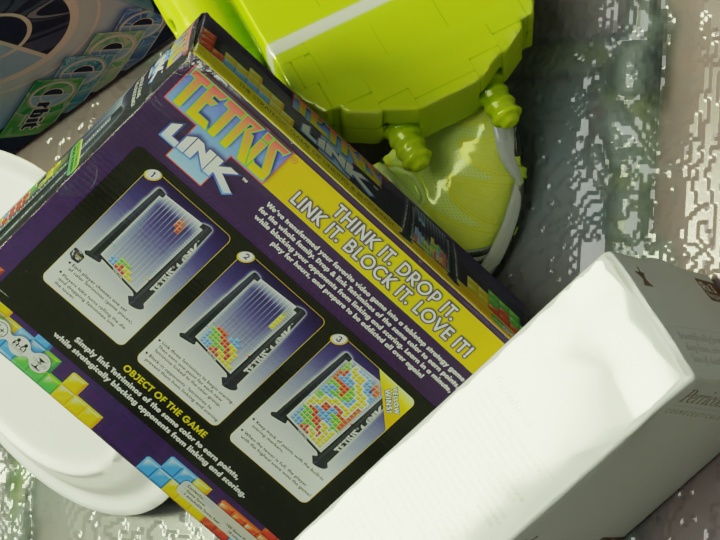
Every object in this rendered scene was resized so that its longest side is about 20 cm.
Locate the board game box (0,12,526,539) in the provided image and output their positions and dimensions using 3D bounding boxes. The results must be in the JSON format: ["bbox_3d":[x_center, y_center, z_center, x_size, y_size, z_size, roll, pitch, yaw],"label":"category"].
[{"bbox_3d":[-0.053,0.015,1.130,0.200,0.057,0.165,43,108,-15],"label":"board game box"}]

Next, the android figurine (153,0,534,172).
[{"bbox_3d":[0.001,-0.136,1.174,0.182,0.041,0.200,-28,69,-10],"label":"android figurine"}]

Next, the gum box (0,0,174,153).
[{"bbox_3d":[-0.210,-0.112,1.262,0.170,0.200,0.045,-33,67,25],"label":"gum box"}]

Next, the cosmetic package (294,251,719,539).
[{"bbox_3d":[0.077,0.085,1.112,0.200,0.102,0.074,-43,64,22],"label":"cosmetic package"}]

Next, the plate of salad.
[{"bbox_3d":[-0.148,0.027,1.262,0.200,0.048,0.200,26,132,33],"label":"plate of salad"}]

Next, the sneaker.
[{"bbox_3d":[0.000,0.000,1.186,0.200,0.076,0.075,-52,59,15],"label":"sneaker"}]
